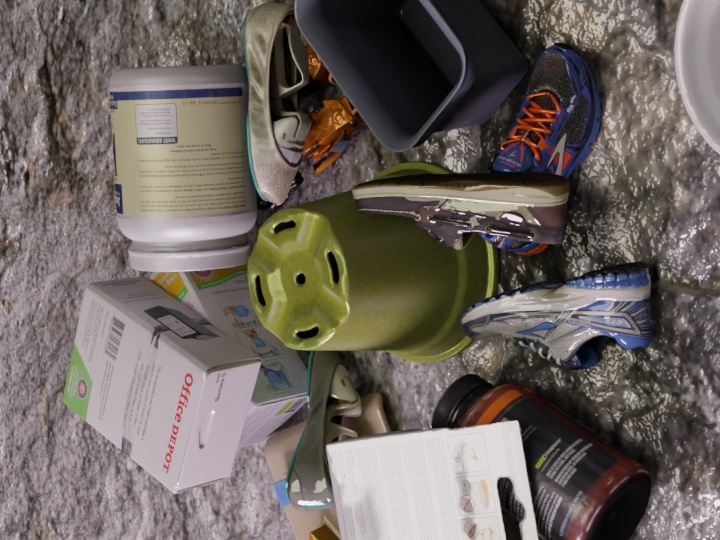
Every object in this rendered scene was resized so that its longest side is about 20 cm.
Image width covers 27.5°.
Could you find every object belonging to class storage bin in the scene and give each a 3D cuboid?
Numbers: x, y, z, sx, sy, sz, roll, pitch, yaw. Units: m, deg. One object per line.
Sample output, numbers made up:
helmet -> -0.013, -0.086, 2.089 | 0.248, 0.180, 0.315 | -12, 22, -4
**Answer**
storage bin -> 0.052, -0.209, 1.364 | 0.146, 0.134, 0.201 | -50, 62, 33

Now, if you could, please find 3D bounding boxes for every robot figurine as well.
robot figurine -> -0.079, -0.149, 1.539 | 0.200, 0.058, 0.146 | -33, 73, 38

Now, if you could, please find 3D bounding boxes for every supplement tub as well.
supplement tub -> 0.158, 0.173, 1.336 | 0.200, 0.107, 0.108 | 34, 117, 34
supplement tub -> -0.179, -0.106, 1.495 | 0.144, 0.144, 0.202 | 4, 99, 41

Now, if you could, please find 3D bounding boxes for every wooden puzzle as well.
wooden puzzle -> -0.020, 0.249, 1.543 | 0.185, 0.046, 0.201 | -26, 78, 41

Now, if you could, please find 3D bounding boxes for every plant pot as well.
plant pot -> 0.000, 0.000, 1.402 | 0.199, 0.184, 0.202 | 6, 99, 40

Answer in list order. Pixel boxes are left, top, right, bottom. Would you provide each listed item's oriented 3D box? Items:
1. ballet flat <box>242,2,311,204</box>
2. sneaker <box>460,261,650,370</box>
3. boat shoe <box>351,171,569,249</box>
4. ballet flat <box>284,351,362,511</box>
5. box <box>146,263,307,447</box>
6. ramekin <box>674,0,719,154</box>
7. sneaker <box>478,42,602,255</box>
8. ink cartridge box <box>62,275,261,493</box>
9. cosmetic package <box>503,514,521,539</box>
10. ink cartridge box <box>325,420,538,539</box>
ballet flat -> -0.080, -0.167, 1.457 | 0.062, 0.067, 0.202 | -4, 93, 31
sneaker -> 0.175, 0.052, 1.328 | 0.199, 0.077, 0.086 | -13, 91, 42
boat shoe -> 0.086, -0.050, 1.288 | 0.199, 0.072, 0.067 | 1, 101, 24
ballet flat -> -0.028, 0.154, 1.493 | 0.063, 0.068, 0.201 | -2, 52, 17
box -> -0.154, 0.084, 1.605 | 0.112, 0.101, 0.201 | -44, 67, 36
ramekin -> 0.351, -0.171, 1.125 | 0.200, 0.097, 0.202 | 6, 99, 42
sneaker -> 0.158, -0.105, 1.319 | 0.075, 0.078, 0.201 | 25, 111, 36
ink cartridge box -> -0.210, 0.116, 1.534 | 0.199, 0.084, 0.146 | 31, 115, 35
cosmetic package -> 0.131, 0.310, 1.378 | 0.200, 0.103, 0.073 | 47, 123, 28
ink cartridge box -> 0.073, 0.223, 1.333 | 0.199, 0.057, 0.164 | -11, 87, 25
